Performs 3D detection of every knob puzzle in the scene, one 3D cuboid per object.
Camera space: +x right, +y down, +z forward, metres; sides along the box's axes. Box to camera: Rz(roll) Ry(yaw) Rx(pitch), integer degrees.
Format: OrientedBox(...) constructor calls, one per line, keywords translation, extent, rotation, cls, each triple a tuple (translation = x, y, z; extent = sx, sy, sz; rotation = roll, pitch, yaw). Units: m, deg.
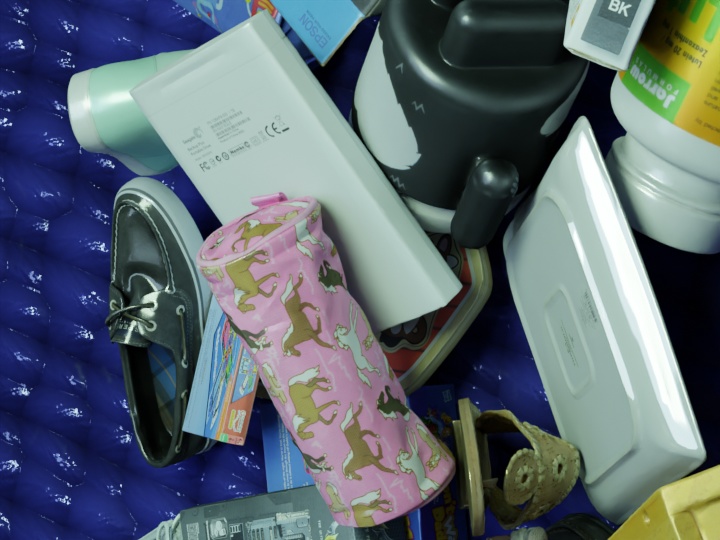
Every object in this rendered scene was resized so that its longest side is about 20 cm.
OrientedBox(translation=(0.000, 0.000, 1.596), extent=(0.219, 0.030, 0.220), rotation=(-16, 66, 40), cls="knob puzzle")

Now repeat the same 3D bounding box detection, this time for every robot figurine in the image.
OrientedBox(translation=(0.060, -0.107, 1.476), extent=(0.125, 0.150, 0.200), rotation=(31, 146, 6), cls="robot figurine")

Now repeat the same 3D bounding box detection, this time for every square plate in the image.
OrientedBox(translation=(0.129, 0.036, 1.439), extent=(0.198, 0.028, 0.200), rotation=(116, 137, -72), cls="square plate")

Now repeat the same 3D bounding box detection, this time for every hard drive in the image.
OrientedBox(translation=(-0.040, -0.049, 1.510), extent=(0.132, 0.027, 0.200), rotation=(-22, 106, 50), cls="hard drive")

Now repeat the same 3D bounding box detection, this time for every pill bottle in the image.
OrientedBox(translation=(0.204, -0.115, 1.378), extent=(0.111, 0.111, 0.200), rotation=(40, 118, 34), cls="pill bottle")

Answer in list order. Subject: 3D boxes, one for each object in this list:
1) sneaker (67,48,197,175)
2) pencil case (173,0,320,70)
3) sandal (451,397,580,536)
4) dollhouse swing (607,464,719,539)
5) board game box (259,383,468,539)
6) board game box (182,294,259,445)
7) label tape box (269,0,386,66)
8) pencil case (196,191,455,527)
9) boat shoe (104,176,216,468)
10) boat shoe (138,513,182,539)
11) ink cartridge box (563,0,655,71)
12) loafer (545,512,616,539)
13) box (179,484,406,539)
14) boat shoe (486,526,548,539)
OrientedBox(translation=(-0.101, -0.105, 1.645), extent=(0.118, 0.200, 0.074), rotation=(-7, 91, 14), cls="sneaker")
OrientedBox(translation=(-0.087, -0.194, 1.671), extent=(0.200, 0.078, 0.087), rotation=(32, 131, 37), cls="pencil case")
OrientedBox(translation=(0.092, 0.111, 1.478), extent=(0.069, 0.212, 0.078), rotation=(-5, 87, 0), cls="sandal")
OrientedBox(translation=(0.260, 0.199, 1.373), extent=(0.182, 0.175, 0.200), rotation=(115, 136, -67), cls="dollhouse swing")
OrientedBox(translation=(0.005, 0.177, 1.623), extent=(0.134, 0.045, 0.201), rotation=(-7, 87, 43), cls="board game box")
OrientedBox(translation=(-0.074, 0.011, 1.646), extent=(0.103, 0.019, 0.200), rotation=(180, 103, -74), cls="board game box")
OrientedBox(translation=(0.015, -0.242, 1.567), extent=(0.200, 0.063, 0.144), rotation=(-51, 59, 23), cls="label tape box")
OrientedBox(translation=(-0.021, 0.053, 1.485), extent=(0.200, 0.083, 0.087), rotation=(62, 172, -16), cls="pencil case")
OrientedBox(translation=(-0.141, 0.040, 1.699), extent=(0.070, 0.066, 0.200), rotation=(9, 117, 32), cls="boat shoe")
OrientedBox(translation=(-0.137, 0.215, 1.744), extent=(0.202, 0.065, 0.075), rotation=(-28, 73, 40), cls="boat shoe")
OrientedBox(translation=(0.166, -0.228, 1.367), extent=(0.043, 0.198, 0.200), rotation=(20, 112, 0), cls="ink cartridge box")
OrientedBox(translation=(0.151, 0.232, 1.470), extent=(0.073, 0.072, 0.200), rotation=(-45, 62, 36), cls="loafer")
OrientedBox(translation=(-0.034, 0.237, 1.596), extent=(0.158, 0.051, 0.200), rotation=(-16, 81, 43), cls="box")
OrientedBox(translation=(0.078, 0.225, 1.491), extent=(0.076, 0.072, 0.200), rotation=(-103, 6, -48), cls="boat shoe")
